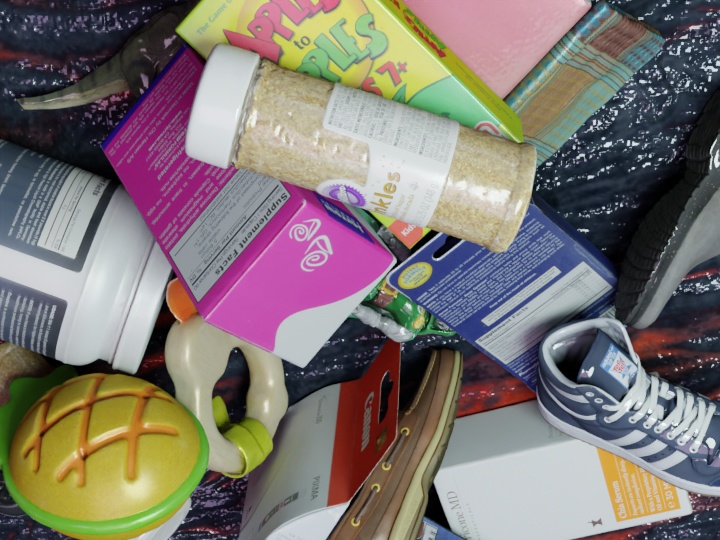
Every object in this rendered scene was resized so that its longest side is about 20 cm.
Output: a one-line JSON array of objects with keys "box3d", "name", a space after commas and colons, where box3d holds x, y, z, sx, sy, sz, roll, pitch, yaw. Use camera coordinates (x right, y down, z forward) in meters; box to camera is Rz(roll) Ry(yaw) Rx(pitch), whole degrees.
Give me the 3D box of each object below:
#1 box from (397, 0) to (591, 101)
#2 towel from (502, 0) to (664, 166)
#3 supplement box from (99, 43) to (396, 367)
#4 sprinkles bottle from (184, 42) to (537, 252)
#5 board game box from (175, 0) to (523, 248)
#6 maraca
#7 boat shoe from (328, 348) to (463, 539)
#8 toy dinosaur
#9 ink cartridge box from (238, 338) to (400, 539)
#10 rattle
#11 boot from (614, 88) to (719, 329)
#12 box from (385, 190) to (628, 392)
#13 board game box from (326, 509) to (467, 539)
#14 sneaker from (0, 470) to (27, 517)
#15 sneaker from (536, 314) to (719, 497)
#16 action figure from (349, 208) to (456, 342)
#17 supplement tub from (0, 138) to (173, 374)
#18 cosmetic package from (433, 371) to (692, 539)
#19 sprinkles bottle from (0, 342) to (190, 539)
[{"box3d": [0.045, -0.158, 0.823, 0.109, 0.128, 0.200, 38, 115, -15], "name": "box"}, {"box3d": [0.121, -0.100, 0.850, 0.200, 0.146, 0.022, -45, 73, 22], "name": "towel"}, {"box3d": [-0.080, -0.046, 0.818, 0.103, 0.201, 0.101, -46, 139, 12], "name": "supplement box"}, {"box3d": [0.000, -0.070, 0.707, 0.198, 0.068, 0.069, 17, 118, -4], "name": "sprinkles bottle"}, {"box3d": [-0.004, -0.119, 0.748, 0.200, 0.048, 0.101, 42, 113, -16], "name": "board game box"}, {"box3d": [-0.201, 0.127, 0.887, 0.198, 0.137, 0.108, 18, 130, 29], "name": "maraca"}, {"box3d": [0.032, 0.142, 0.954, 0.067, 0.202, 0.072, 18, 149, 8], "name": "boat shoe"}, {"box3d": [-0.151, -0.139, 0.895, 0.199, 0.048, 0.089, -28, 106, 19], "name": "toy dinosaur"}, {"box3d": [-0.036, 0.147, 0.968, 0.057, 0.163, 0.201, 22, 118, -10], "name": "ink cartridge box"}, {"box3d": [-0.146, 0.066, 0.973, 0.142, 0.130, 0.201, 17, 147, 42], "name": "rattle"}, {"box3d": [0.282, -0.025, 0.891, 0.131, 0.070, 0.202, 26, 102, -10], "name": "boot"}, {"box3d": [0.120, 0.010, 0.927, 0.121, 0.033, 0.199, -38, 131, 20], "name": "box"}, {"box3d": [0.021, 0.266, 1.054, 0.135, 0.035, 0.200, 31, 142, -12], "name": "board game box"}, {"box3d": [-0.346, 0.151, 1.042, 0.199, 0.083, 0.072, 38, 74, 6], "name": "sneaker"}, {"box3d": [0.219, 0.099, 0.898, 0.198, 0.071, 0.109, 17, 152, 24], "name": "sneaker"}, {"box3d": [0.000, 0.000, 0.938, 0.199, 0.055, 0.119, 29, 84, -25], "name": "action figure"}, {"box3d": [-0.241, -0.014, 0.910, 0.198, 0.141, 0.141, 21, 117, -7], "name": "supplement tub"}, {"box3d": [0.166, 0.165, 1.018, 0.198, 0.071, 0.102, -15, 116, 12], "name": "cosmetic package"}, {"box3d": [-0.228, 0.143, 0.979, 0.200, 0.068, 0.069, 41, 117, 14], "name": "sprinkles bottle"}]
